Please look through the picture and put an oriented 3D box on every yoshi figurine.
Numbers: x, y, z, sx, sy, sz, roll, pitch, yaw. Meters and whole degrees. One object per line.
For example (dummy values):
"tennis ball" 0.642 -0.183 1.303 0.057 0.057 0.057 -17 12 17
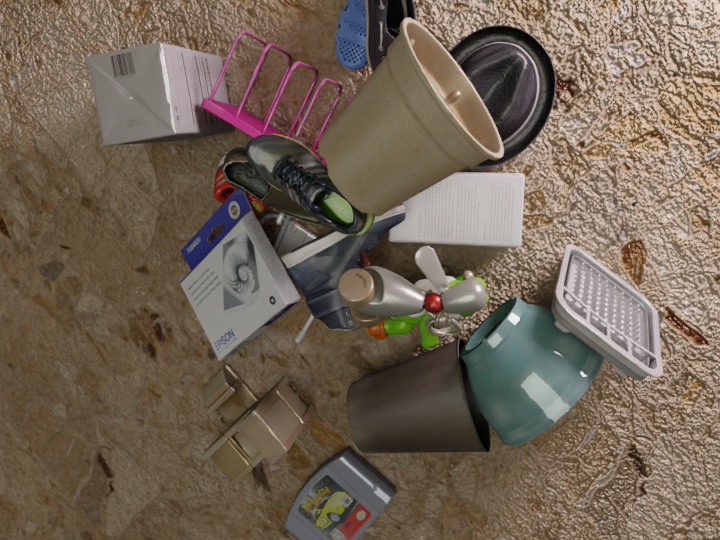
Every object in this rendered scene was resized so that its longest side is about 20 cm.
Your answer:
"yoshi figurine" 0.109 0.051 0.989 0.195 0.113 0.114 -11 123 26

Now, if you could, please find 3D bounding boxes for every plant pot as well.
"plant pot" 0.228 0.126 0.916 0.134 0.200 0.200 45 107 1
"plant pot" 0.052 -0.174 0.814 0.182 0.200 0.202 -35 93 28

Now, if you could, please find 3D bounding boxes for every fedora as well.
"fedora" 0.183 -0.246 0.903 0.195 0.092 0.207 3 103 12

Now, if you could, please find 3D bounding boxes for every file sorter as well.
"file sorter" -0.104 -0.246 0.947 0.197 0.139 0.127 31 103 5

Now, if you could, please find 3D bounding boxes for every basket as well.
"basket" 0.086 0.212 1.005 0.195 0.136 0.185 -14 105 18

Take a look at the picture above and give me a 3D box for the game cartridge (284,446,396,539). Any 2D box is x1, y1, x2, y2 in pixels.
"game cartridge" -0.045 0.415 1.124 0.132 0.041 0.202 39 107 7

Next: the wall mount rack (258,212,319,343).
"wall mount rack" -0.105 0.004 1.030 0.197 0.075 0.177 30 107 6

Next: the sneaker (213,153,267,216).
"sneaker" -0.142 -0.124 1.001 0.195 0.077 0.087 7 71 20

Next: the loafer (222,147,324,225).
"loafer" -0.116 -0.114 0.926 0.195 0.070 0.077 21 110 3

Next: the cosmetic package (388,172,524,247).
"cosmetic package" 0.143 -0.094 0.956 0.194 0.071 0.104 4 103 12

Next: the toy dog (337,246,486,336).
"toy dog" 0.063 0.016 0.862 0.194 0.132 0.099 7 63 -11

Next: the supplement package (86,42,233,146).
"supplement package" -0.288 -0.258 0.951 0.118 0.200 0.123 -6 101 13

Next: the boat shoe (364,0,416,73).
"boat shoe" 0.048 -0.327 0.890 0.071 0.063 0.203 -24 131 -13

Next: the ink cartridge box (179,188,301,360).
"ink cartridge box" -0.204 0.008 0.992 0.199 0.040 0.203 -38 77 36

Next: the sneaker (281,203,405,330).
"sneaker" 0.000 0.000 0.936 0.199 0.077 0.149 -26 92 15

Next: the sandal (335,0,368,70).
"sandal" 0.012 -0.390 0.917 0.078 0.087 0.204 22 107 5

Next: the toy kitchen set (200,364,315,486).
"toy kitchen set" -0.213 0.257 1.051 0.200 0.180 0.164 -43 90 13

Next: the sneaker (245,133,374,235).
"sneaker" -0.067 -0.116 0.846 0.197 0.081 0.075 32 99 -1

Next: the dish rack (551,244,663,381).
"dish rack" 0.336 0.060 0.888 0.170 0.200 0.044 36 125 3
